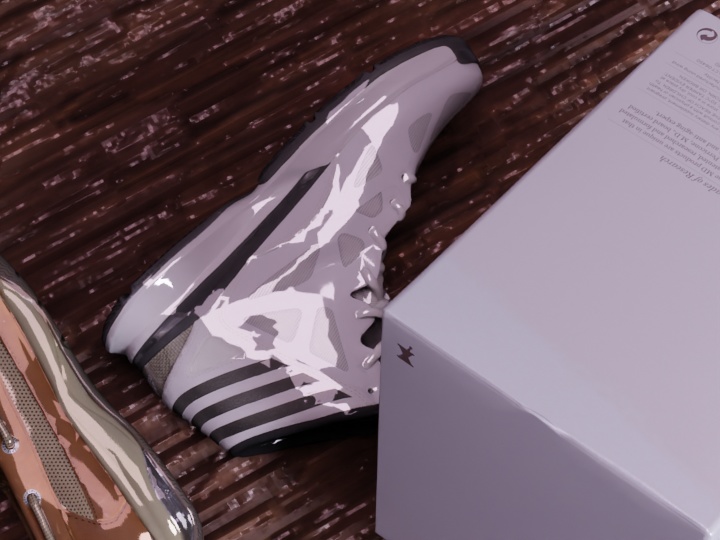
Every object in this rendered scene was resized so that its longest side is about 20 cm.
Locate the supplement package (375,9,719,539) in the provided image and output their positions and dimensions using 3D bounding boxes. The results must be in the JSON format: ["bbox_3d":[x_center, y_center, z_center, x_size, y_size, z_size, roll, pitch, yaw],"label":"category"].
[{"bbox_3d":[0.125,0.038,1.117,0.152,0.151,0.200,34,59,23],"label":"supplement package"}]

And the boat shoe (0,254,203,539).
[{"bbox_3d":[-0.146,0.057,1.172,0.074,0.076,0.200,-36,71,-12],"label":"boat shoe"}]

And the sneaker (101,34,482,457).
[{"bbox_3d":[0.000,0.000,1.211,0.200,0.076,0.115,-43,82,-9],"label":"sneaker"}]
